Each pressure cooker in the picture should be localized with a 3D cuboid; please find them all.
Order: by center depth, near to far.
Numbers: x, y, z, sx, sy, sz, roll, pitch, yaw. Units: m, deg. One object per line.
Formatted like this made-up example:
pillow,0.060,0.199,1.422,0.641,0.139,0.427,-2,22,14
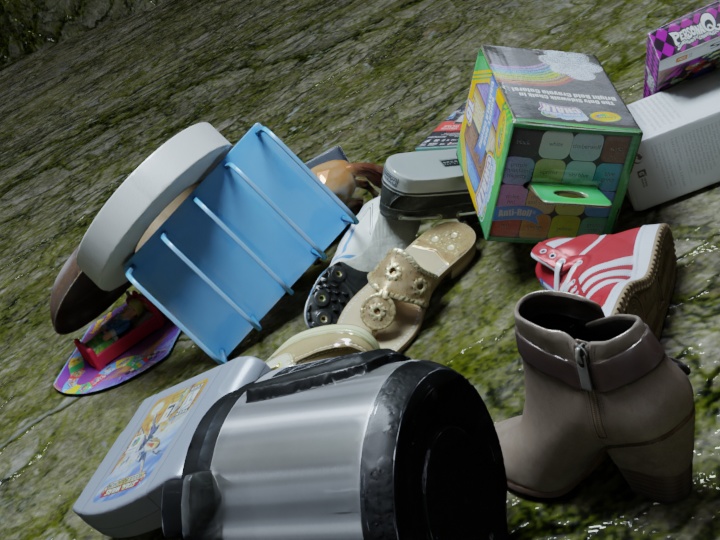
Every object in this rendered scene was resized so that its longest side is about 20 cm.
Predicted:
pressure cooker,-0.023,0.152,0.739,0.198,0.177,0.179,-10,32,31

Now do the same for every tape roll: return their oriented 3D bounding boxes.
tape roll,-0.208,-0.064,1.172,0.203,0.037,0.203,-49,-4,-4

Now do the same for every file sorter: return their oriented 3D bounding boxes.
file sorter,-0.114,-0.024,1.109,0.200,0.139,0.123,-47,10,-3

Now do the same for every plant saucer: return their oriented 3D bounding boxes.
plant saucer,-0.283,-0.013,1.294,0.200,0.032,0.200,-48,-6,-7

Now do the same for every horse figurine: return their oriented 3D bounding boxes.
horse figurine,-0.046,-0.064,1.224,0.198,0.133,0.050,-31,57,5

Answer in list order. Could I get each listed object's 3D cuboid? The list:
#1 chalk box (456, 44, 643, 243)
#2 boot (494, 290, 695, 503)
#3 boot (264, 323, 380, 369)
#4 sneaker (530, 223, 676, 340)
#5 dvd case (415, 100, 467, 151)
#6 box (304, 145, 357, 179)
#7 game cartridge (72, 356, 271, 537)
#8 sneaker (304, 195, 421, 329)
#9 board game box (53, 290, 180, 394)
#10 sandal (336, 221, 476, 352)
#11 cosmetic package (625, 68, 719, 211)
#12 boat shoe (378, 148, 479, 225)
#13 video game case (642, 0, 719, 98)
chalk box,0.172,-0.103,1.046,0.123,0.125,0.201,4,36,-9
boot,0.134,0.080,0.761,0.198,0.147,0.070,1,37,44
boot,-0.075,0.132,0.947,0.198,0.072,0.155,-25,23,19
sneaker,0.179,0.027,0.910,0.111,0.072,0.200,-5,24,29
dvd case,0.177,-0.197,1.403,0.145,0.022,0.200,2,38,45
box,-0.104,-0.070,1.325,0.198,0.051,0.158,-30,3,-5
game cartridge,-0.155,0.145,0.905,0.199,0.042,0.134,-26,23,49
sneaker,0.000,0.000,1.153,0.072,0.072,0.201,-45,9,51
board game box,-0.273,0.062,1.302,0.156,0.039,0.201,-16,26,19
sandal,0.041,0.000,1.070,0.077,0.070,0.212,22,47,27
cosmetic package,0.335,-0.137,1.081,0.198,0.075,0.102,-19,25,9
boat shoe,0.112,-0.084,1.169,0.197,0.064,0.071,-2,37,-18
video game case,0.368,-0.220,1.120,0.179,0.036,0.200,-21,-13,8
